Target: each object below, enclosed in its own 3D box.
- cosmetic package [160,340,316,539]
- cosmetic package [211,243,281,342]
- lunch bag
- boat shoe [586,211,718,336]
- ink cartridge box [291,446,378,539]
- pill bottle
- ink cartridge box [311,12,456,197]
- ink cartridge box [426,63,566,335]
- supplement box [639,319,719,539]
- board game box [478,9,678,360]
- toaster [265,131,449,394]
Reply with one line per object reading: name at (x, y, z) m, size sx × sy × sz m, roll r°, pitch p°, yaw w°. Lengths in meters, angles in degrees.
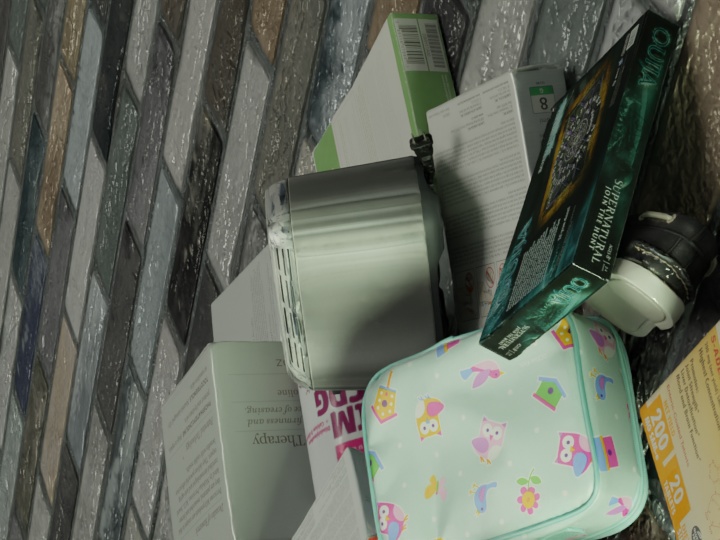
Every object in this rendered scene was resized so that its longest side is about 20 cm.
cosmetic package at (-0.060, 0.179, 1.916) m, size 0.166 × 0.166 × 0.201 m, roll 132°, pitch 133°, yaw -59°
cosmetic package at (-0.074, 0.049, 2.087) m, size 0.200 × 0.074 × 0.102 m, roll 138°, pitch 129°, yaw -65°
lunch bag at (0.094, 0.123, 1.544) m, size 0.199 × 0.077 × 0.161 m, roll -24°, pitch 68°, yaw 36°
boat shoe at (0.175, -0.004, 1.450) m, size 0.060 × 0.074 × 0.200 m, roll -49°, pitch 2°, yaw -6°
ink cartridge box at (-0.021, 0.243, 1.636) m, size 0.163 × 0.057 × 0.200 m, roll -59°, pitch 21°, yaw 18°
pill bottle at (0.015, 0.136, 1.795) m, size 0.113 × 0.113 × 0.201 m, roll 126°, pitch 138°, yaw -57°
ink cartridge box at (0.023, -0.093, 1.866) m, size 0.200 × 0.048 × 0.146 m, roll 120°, pitch 144°, yaw -53°
ink cartridge box at (0.110, -0.035, 1.656) m, size 0.161 × 0.050 × 0.201 m, roll 162°, pitch 98°, yaw -68°
supplement box at (0.238, 0.085, 1.266) m, size 0.200 × 0.073 × 0.127 m, roll 121°, pitch 142°, yaw -53°
board game box at (0.139, -0.053, 1.459) m, size 0.135 × 0.028 × 0.201 m, roll -46°, pitch 21°, yaw 58°
toaster at (0.000, 0.000, 1.698) m, size 0.114 × 0.128 × 0.201 m, roll -99°, pitch 2°, yaw -61°
